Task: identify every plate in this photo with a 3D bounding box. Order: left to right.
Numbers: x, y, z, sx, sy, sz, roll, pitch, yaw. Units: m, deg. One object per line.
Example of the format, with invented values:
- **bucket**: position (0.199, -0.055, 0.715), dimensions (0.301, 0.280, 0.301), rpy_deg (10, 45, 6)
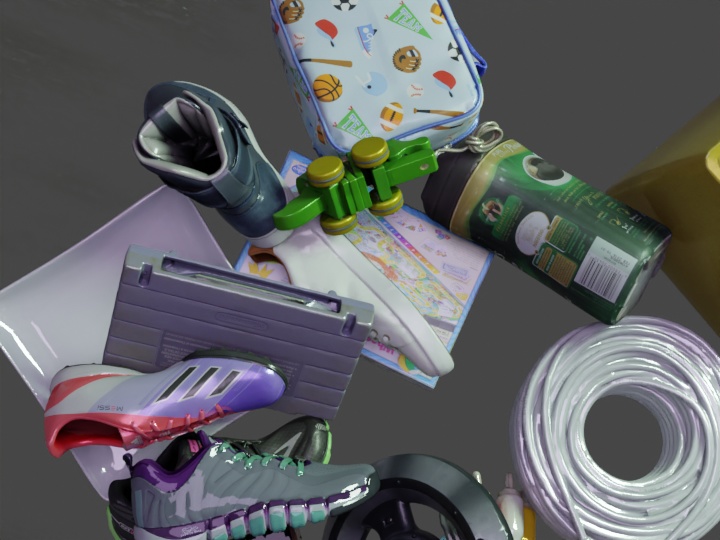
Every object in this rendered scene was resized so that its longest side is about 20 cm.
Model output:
- **plate**: position (-0.183, 0.059, 1.322), dimensions (0.200, 0.032, 0.200), rpy_deg (-33, 98, -2)

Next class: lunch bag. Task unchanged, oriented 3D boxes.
- **lunch bag**: position (0.017, -0.182, 1.355), dimensions (0.160, 0.076, 0.201), rpy_deg (-20, 74, -9)

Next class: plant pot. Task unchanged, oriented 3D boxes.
- **plant pot**: position (0.352, -0.064, 1.307), dimensions (0.200, 0.176, 0.200), rpy_deg (-40, 85, -6)

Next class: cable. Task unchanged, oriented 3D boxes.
- **cable**: position (0.118, 0.256, 1.270), dimensions (0.050, 0.097, 0.201), rpy_deg (-36, 48, 31)
- **cable**: position (0.225, 0.140, 1.321), dimensions (0.199, 0.069, 0.200), rpy_deg (-30, 82, -12)

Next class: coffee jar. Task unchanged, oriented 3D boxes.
- **coffee jar**: position (0.153, -0.041, 1.318), dimensions (0.200, 0.104, 0.086), rpy_deg (32, 116, 15)

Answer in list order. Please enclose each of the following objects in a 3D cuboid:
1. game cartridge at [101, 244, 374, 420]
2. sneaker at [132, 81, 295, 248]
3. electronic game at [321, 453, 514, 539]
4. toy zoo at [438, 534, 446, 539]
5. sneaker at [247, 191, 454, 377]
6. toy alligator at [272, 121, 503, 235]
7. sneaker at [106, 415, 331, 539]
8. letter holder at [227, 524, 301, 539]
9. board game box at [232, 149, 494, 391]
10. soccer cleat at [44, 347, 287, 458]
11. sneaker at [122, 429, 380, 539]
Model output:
- **game cartridge**: position (-0.100, 0.052, 1.264), dimensions (0.199, 0.130, 0.039), rpy_deg (14, 48, -8)
- **sneaker**: position (-0.143, -0.116, 1.284), dimensions (0.077, 0.146, 0.202), rpy_deg (-47, 55, 4)
- **electronic game**: position (0.044, 0.248, 1.268), dimensions (0.199, 0.042, 0.201), rpy_deg (-3, 85, 39)
- **toy zoo**: position (0.085, 0.317, 1.319), dimensions (0.130, 0.020, 0.201), rpy_deg (-2, 82, -3)
- **sneaker**: position (-0.012, 0.031, 1.303), dimensions (0.085, 0.073, 0.200), rpy_deg (-45, 74, -5)
- **toy alligator**: position (0.016, -0.084, 1.279), dimensions (0.199, 0.054, 0.060), rpy_deg (-24, 125, -9)
- **sneaker**: position (-0.115, 0.170, 1.295), dimensions (0.199, 0.084, 0.077), rpy_deg (-25, 41, -7)
- **letter holder**: position (-0.071, 0.309, 1.253), dimensions (0.100, 0.142, 0.201), rpy_deg (-16, 82, -4)
- **board game box**: position (0.000, 0.000, 1.356), dimensions (0.199, 0.034, 0.135), rpy_deg (26, 81, 2)
- **soccer cleat**: position (-0.155, 0.110, 1.251), dimensions (0.199, 0.068, 0.073), rpy_deg (-5, 47, 11)
- **sneaker**: position (-0.085, 0.162, 1.239), dimensions (0.199, 0.074, 0.088), rpy_deg (-12, 91, -11)
